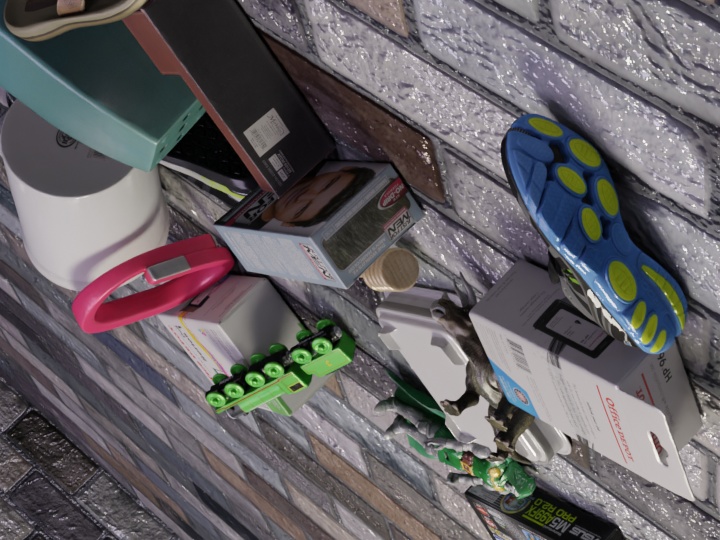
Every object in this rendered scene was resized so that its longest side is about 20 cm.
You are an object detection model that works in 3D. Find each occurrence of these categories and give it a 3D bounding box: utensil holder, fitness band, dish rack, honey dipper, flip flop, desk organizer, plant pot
[{"bbox_3d":[-0.301,-0.097,1.809,0.170,0.170,0.200,40,159,18],"label":"utensil holder"},{"bbox_3d":[-0.232,0.015,1.857,0.143,0.199,0.038,-38,76,43],"label":"fitness band"},{"bbox_3d":[0.097,0.103,1.548,0.200,0.044,0.171,53,159,-22],"label":"dish rack"},{"bbox_3d":[0.000,0.000,1.541,0.038,0.038,0.200,51,164,-13],"label":"honey dipper"},{"bbox_3d":[-0.229,-0.247,1.370,0.199,0.082,0.058,-11,143,34],"label":"flip flop"},{"bbox_3d":[-0.116,-0.164,1.420,0.200,0.072,0.077,54,162,-22],"label":"desk organizer"},{"bbox_3d":[-0.236,-0.198,1.521,0.200,0.142,0.141,40,162,0],"label":"plant pot"}]

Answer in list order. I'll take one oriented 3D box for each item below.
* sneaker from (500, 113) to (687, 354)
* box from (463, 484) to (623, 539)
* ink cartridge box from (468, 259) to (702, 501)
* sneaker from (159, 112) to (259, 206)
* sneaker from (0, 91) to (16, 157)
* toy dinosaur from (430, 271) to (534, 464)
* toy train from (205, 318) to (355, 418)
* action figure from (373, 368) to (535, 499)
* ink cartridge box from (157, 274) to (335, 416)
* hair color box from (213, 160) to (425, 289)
[{"bbox_3d":[0.149,-0.019,1.139,0.083,0.071,0.200,5,139,54],"label":"sneaker"},{"bbox_3d":[0.211,0.296,1.691,0.200,0.044,0.161,21,149,52],"label":"box"},{"bbox_3d":[0.187,0.082,1.267,0.200,0.068,0.116,28,154,44],"label":"ink cartridge box"},{"bbox_3d":[-0.146,-0.100,1.613,0.200,0.072,0.083,32,158,36],"label":"sneaker"},{"bbox_3d":[-0.427,-0.173,2.065,0.115,0.075,0.200,44,165,-2],"label":"sneaker"},{"bbox_3d":[0.128,0.102,1.418,0.077,0.103,0.200,5,146,44],"label":"toy dinosaur"},{"bbox_3d":[-0.088,0.112,1.812,0.199,0.042,0.056,-28,121,32],"label":"toy train"},{"bbox_3d":[0.101,0.184,1.695,0.199,0.055,0.119,24,148,41],"label":"action figure"},{"bbox_3d":[-0.137,0.083,1.946,0.145,0.084,0.200,53,160,-19],"label":"ink cartridge box"},{"bbox_3d":[-0.040,-0.044,1.453,0.061,0.099,0.200,55,160,-22],"label":"hair color box"}]
